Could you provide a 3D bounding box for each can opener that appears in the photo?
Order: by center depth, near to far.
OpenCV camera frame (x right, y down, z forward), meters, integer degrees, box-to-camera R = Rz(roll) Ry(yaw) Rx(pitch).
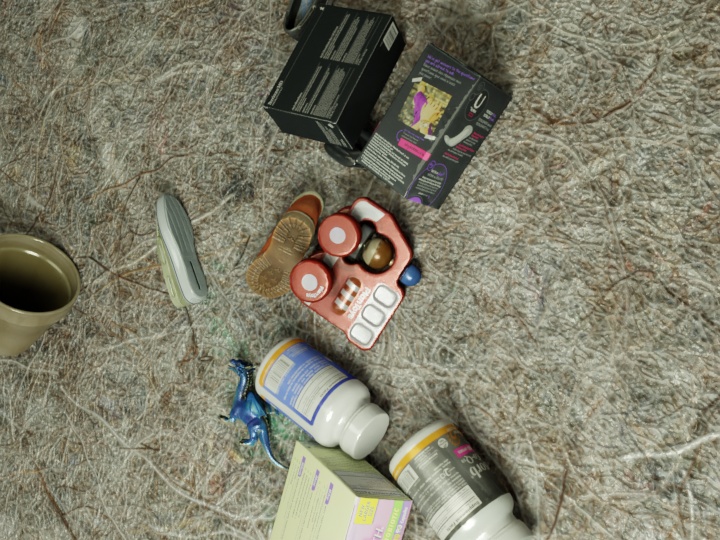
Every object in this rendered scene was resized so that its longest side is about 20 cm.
[{"bbox_3d":[-0.039,-0.226,1.498,0.200,0.078,0.064,46,116,35],"label":"can opener"}]

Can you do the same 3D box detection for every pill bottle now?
[{"bbox_3d":[0.139,0.316,1.313,0.117,0.116,0.200,-48,66,18],"label":"pill bottle"},{"bbox_3d":[-0.056,0.196,1.440,0.199,0.112,0.113,33,102,27],"label":"pill bottle"}]

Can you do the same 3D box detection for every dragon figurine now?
[{"bbox_3d":[-0.164,0.230,1.530,0.200,0.059,0.100,44,108,27],"label":"dragon figurine"}]

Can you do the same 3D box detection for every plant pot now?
[{"bbox_3d":[-0.647,0.062,1.768,0.200,0.199,0.174,52,126,23],"label":"plant pot"}]

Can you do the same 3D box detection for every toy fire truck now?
[{"bbox_3d":[0.000,0.000,1.440,0.167,0.112,0.201,34,104,3],"label":"toy fire truck"}]

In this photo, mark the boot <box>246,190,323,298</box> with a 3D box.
[{"bbox_3d":[-0.116,-0.040,1.524,0.075,0.108,0.200,30,130,-8],"label":"boot"}]

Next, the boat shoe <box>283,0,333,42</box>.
[{"bbox_3d":[-0.077,-0.470,1.536,0.070,0.066,0.201,28,100,29],"label":"boat shoe"}]

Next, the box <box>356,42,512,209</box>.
[{"bbox_3d":[0.107,-0.206,1.373,0.106,0.122,0.201,41,105,27],"label":"box"}]

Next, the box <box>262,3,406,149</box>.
[{"bbox_3d":[-0.038,-0.301,1.456,0.140,0.079,0.201,19,73,28],"label":"box"}]

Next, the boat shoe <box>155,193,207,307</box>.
[{"bbox_3d":[-0.325,-0.033,1.641,0.062,0.072,0.202,-22,78,24],"label":"boat shoe"}]

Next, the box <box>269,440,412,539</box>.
[{"bbox_3d":[-0.034,0.369,1.373,0.200,0.096,0.177,25,102,59],"label":"box"}]
